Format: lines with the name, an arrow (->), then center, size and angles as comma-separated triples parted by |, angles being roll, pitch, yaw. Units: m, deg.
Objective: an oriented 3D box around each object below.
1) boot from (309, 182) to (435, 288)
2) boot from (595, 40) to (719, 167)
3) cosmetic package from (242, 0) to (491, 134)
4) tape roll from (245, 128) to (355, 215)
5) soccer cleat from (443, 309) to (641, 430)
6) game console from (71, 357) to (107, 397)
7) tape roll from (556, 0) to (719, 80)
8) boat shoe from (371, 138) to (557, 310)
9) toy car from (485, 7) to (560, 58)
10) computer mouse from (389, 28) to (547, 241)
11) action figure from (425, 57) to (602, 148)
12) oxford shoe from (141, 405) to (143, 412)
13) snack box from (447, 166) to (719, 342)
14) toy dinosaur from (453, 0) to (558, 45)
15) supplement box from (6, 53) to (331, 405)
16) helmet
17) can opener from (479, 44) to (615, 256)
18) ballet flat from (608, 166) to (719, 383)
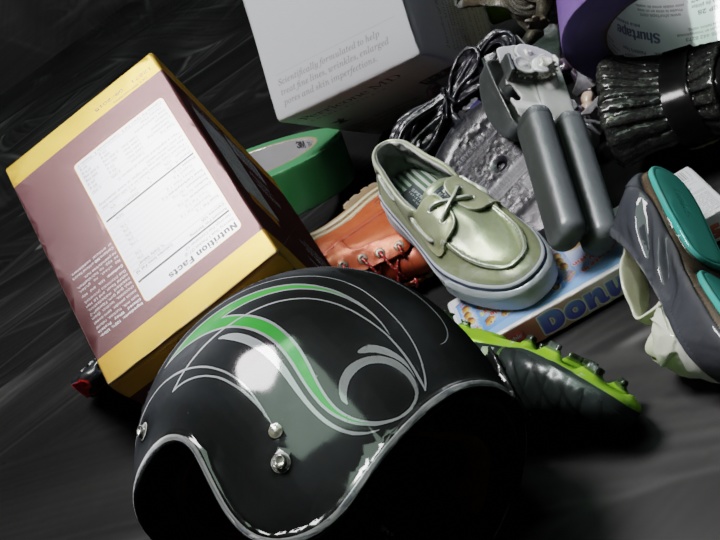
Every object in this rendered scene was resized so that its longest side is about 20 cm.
boot -> 0.000, 0.000, 0.900 | 0.200, 0.075, 0.107 | -45, 34, -23
boot -> 0.243, -0.113, 0.767 | 0.157, 0.080, 0.211 | -9, 17, 15
cosmetic package -> 0.013, -0.242, 1.081 | 0.164, 0.166, 0.200 | -21, -7, 30
tape roll -> -0.105, -0.086, 1.128 | 0.199, 0.048, 0.201 | -18, 18, 6
soccer cleat -> 0.084, 0.077, 0.693 | 0.199, 0.067, 0.082 | 16, 83, 47
game console -> -0.178, 0.038, 1.001 | 0.200, 0.031, 0.177 | -43, 2, -17
tape roll -> 0.246, -0.219, 0.832 | 0.199, 0.200, 0.086 | -16, 68, 32
boat shoe -> 0.064, -0.036, 0.809 | 0.072, 0.062, 0.200 | -41, 39, -9
toy car -> 0.205, -0.273, 1.095 | 0.163, 0.158, 0.201 | -18, 55, 11
computer mouse -> 0.117, -0.089, 0.885 | 0.138, 0.053, 0.200 | -42, 49, 14
action figure -> 0.143, -0.133, 0.965 | 0.130, 0.070, 0.200 | -35, 29, -14
oxford shoe -> -0.122, 0.051, 0.964 | 0.200, 0.058, 0.075 | -47, 31, -22
snack box -> 0.157, -0.002, 0.774 | 0.199, 0.024, 0.072 | -30, 28, 7
toy dinosaur -> 0.182, -0.241, 0.992 | 0.198, 0.077, 0.103 | 5, 66, 3
supplement box -> -0.110, -0.002, 0.787 | 0.133, 0.197, 0.200 | -37, 58, 4
helmet -> -0.025, 0.094, 0.626 | 0.190, 0.201, 0.200 | 26, 62, 41
can opener -> 0.136, -0.089, 0.803 | 0.052, 0.067, 0.201 | 4, 48, -18
ballet flat -> 0.194, 0.019, 0.658 | 0.073, 0.073, 0.201 | -27, 39, 12
